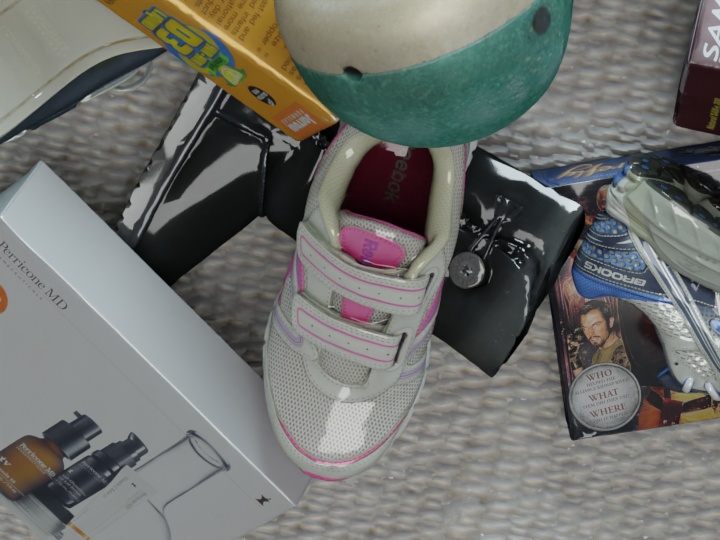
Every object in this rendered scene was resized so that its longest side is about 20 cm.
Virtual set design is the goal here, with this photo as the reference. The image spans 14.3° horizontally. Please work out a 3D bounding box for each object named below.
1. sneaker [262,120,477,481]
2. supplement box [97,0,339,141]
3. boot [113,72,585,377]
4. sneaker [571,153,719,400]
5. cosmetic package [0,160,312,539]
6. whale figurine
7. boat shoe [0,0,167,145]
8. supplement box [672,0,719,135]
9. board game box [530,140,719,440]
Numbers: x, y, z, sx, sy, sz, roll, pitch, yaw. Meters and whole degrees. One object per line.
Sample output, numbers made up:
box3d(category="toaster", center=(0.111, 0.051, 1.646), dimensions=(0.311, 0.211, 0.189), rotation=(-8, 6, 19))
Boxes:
box3d(category="sneaker", center=(0.000, 0.000, 1.302), dimensions=(0.081, 0.088, 0.201), rotation=(12, 95, 3))
box3d(category="supplement box", center=(-0.082, -0.142, 1.302), dimensions=(0.200, 0.067, 0.069), rotation=(33, 76, -10))
box3d(category="boot", center=(-0.012, -0.008, 1.381), dimensions=(0.200, 0.066, 0.165), rotation=(29, 104, -2))
box3d(category="sneaker", center=(0.188, 0.029, 1.382), dimensions=(0.200, 0.077, 0.085), rotation=(37, 113, -5))
box3d(category="cosmetic package", center=(-0.136, 0.060, 1.387), dimensions=(0.200, 0.052, 0.151), rotation=(45, 130, -14))
box3d(category="whale figurine", center=(0.052, -0.129, 1.245), dimensions=(0.159, 0.200, 0.104), rotation=(2, 127, 38))
box3d(category="boat shoe", center=(-0.130, -0.115, 1.355), dimensions=(0.200, 0.062, 0.075), rotation=(-39, 94, -12))
box3d(category="supplement box", center=(0.251, -0.087, 1.334), dimensions=(0.199, 0.109, 0.061), rotation=(12, 78, 4))
box3d(category="board game box", center=(0.192, 0.002, 1.422), dimensions=(0.199, 0.035, 0.136), rotation=(-9, 107, 1))
